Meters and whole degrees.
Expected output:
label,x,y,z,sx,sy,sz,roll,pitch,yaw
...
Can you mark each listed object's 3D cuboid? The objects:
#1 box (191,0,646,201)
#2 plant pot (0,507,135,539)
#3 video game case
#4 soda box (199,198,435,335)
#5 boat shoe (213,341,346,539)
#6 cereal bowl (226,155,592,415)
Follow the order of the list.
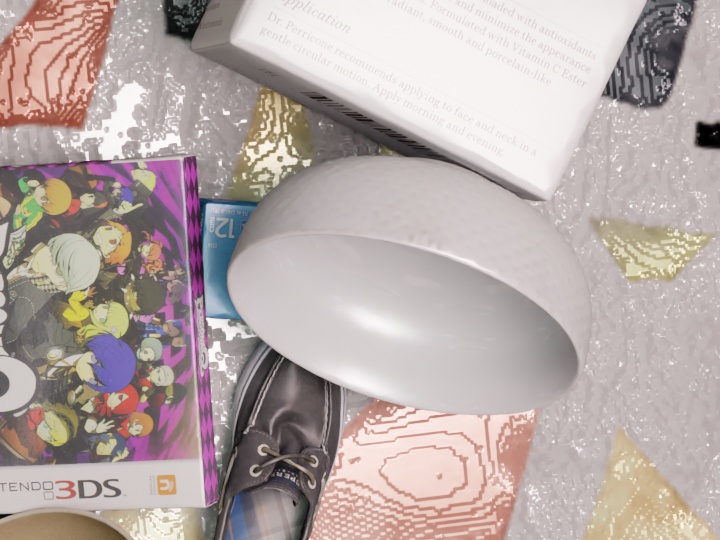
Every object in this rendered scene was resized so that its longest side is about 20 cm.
label,x,y,z,sx,sy,sz,roll,pitch,yaw
box,0.027,-0.140,1.455,0.198,0.200,0.131,26,89,-10
plant pot,-0.163,0.253,1.455,0.200,0.200,0.135,-47,135,-6
video game case,-0.176,0.038,1.477,0.181,0.036,0.201,-2,93,11
soda box,0.000,0.000,1.522,0.199,0.064,0.068,5,93,-10
boat shoe,-0.053,0.130,1.516,0.070,0.066,0.201,19,89,-11
cereal bowl,0.033,-0.003,1.409,0.199,0.200,0.084,21,64,-10
